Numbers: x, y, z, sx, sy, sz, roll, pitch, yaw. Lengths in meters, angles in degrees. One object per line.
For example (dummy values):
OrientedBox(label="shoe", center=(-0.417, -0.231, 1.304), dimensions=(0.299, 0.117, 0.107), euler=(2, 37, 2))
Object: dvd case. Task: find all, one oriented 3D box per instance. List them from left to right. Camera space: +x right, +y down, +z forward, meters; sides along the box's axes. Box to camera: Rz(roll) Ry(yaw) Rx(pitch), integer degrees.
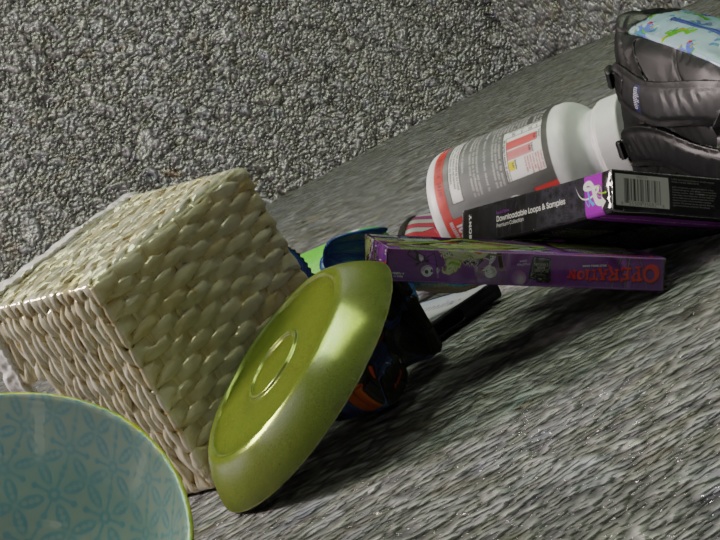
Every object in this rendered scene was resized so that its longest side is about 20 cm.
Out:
OrientedBox(label="dvd case", center=(0.010, 0.067, 1.603), dimensions=(0.142, 0.018, 0.200), euler=(-19, 9, 47))

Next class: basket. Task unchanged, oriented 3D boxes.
OrientedBox(label="basket", center=(-0.152, 0.053, 1.494), dimensions=(0.161, 0.199, 0.200), euler=(-15, 20, 47))

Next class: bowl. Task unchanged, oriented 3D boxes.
OrientedBox(label="bowl", center=(-0.185, 0.176, 1.037), dimensions=(0.200, 0.200, 0.108), euler=(-28, -35, -23))

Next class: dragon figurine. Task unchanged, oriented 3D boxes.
OrientedBox(label="dragon figurine", center=(0.000, 0.000, 1.577), dimensions=(0.199, 0.100, 0.059), euler=(-18, -14, -10))

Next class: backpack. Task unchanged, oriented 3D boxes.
OrientedBox(label="backpack", center=(0.291, -0.125, 1.512), dimensions=(0.153, 0.164, 0.200), euler=(-11, 12, -6))

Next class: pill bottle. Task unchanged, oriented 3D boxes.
OrientedBox(label="pill bottle", center=(0.170, -0.086, 1.767), dimensions=(0.200, 0.116, 0.116), euler=(-21, 8, 31))

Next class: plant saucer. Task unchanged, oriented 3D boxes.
OrientedBox(label="plant saucer", center=(-0.049, 0.071, 1.324), dimensions=(0.200, 0.031, 0.200), euler=(-49, 18, 22))

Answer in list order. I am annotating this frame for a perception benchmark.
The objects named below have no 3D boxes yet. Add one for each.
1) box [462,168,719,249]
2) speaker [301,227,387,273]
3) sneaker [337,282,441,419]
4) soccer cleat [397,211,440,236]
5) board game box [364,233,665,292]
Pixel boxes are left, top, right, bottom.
OrientedBox(label="box", center=(0.188, -0.041, 1.467), dimensions=(0.143, 0.036, 0.200), euler=(3, -10, -30))
OrientedBox(label="speaker", center=(-0.058, 0.031, 1.781), dimensions=(0.200, 0.089, 0.088), euler=(-23, 7, 20))
OrientedBox(label="sneaker", center=(0.000, 0.057, 1.442), dimensions=(0.078, 0.075, 0.200), euler=(-26, 5, 23))
OrientedBox(label="soccer cleat", center=(0.094, -0.035, 1.875), dimensions=(0.073, 0.068, 0.200), euler=(-17, 8, 27))
OrientedBox(label="board game box", center=(0.108, -0.006, 1.401), dimensions=(0.199, 0.032, 0.120), euler=(2, 1, -7))
